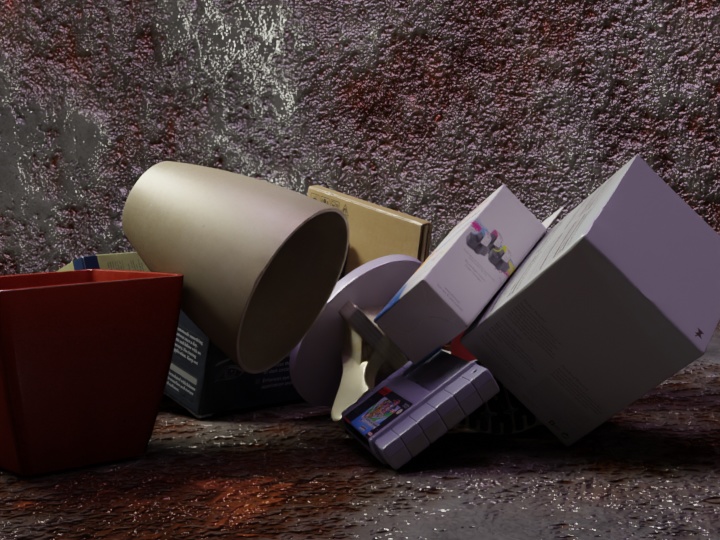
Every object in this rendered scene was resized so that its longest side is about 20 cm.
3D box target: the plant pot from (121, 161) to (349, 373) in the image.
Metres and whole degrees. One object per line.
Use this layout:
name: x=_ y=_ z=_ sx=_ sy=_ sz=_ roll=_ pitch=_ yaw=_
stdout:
plant pot: x=-0.144 y=-0.025 z=1.343 sx=0.198 sy=0.189 sz=0.187 roll=30 pitch=16 yaw=21

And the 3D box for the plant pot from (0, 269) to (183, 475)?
plant pot: x=-0.301 y=0.096 z=1.281 sx=0.198 sy=0.179 sz=0.198 roll=-6 pitch=6 yaw=-39

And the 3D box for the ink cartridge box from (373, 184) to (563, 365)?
ink cartridge box: x=0.112 y=-0.008 z=1.325 sx=0.200 sy=0.068 sz=0.115 roll=-47 pitch=3 yaw=-35

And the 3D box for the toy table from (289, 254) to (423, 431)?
toy table: x=0.021 y=0.084 z=1.422 sx=0.183 sy=0.201 sz=0.117 roll=33 pitch=4 yaw=-29

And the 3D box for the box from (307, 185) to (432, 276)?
box: x=0.000 y=0.000 z=1.560 sx=0.021 sy=0.166 sz=0.199 roll=-9 pitch=21 yaw=-43

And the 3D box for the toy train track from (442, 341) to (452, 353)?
toy train track: x=0.127 y=0.108 z=1.638 sx=0.113 sy=0.033 sz=0.199 roll=-19 pitch=-19 yaw=26

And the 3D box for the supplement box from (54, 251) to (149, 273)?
supplement box: x=-0.304 y=0.068 z=1.639 sx=0.198 sy=0.136 sz=0.199 roll=-6 pitch=-13 yaw=-45

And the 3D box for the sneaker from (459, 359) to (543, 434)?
sneaker: x=0.173 y=0.140 z=1.373 sx=0.196 sy=0.080 sz=0.090 roll=1 pitch=-16 yaw=-9

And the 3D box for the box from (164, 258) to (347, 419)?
box: x=-0.132 y=0.050 z=1.546 sx=0.195 sy=0.203 sz=0.117 roll=-4 pitch=21 yaw=-43

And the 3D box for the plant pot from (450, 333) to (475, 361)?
plant pot: x=0.194 y=0.064 z=1.525 sx=0.197 sy=0.181 sz=0.200 roll=-1 pitch=4 yaw=0

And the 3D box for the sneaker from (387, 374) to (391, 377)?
sneaker: x=0.031 y=0.132 z=1.571 sx=0.065 sy=0.080 sz=0.200 roll=11 pitch=17 yaw=-24

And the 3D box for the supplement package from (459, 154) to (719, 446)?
supplement package: x=0.230 y=0.031 z=1.238 sx=0.200 sy=0.152 sz=0.151 roll=-45 pitch=3 yaw=46

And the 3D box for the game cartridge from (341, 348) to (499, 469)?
game cartridge: x=0.051 y=0.129 z=1.270 sx=0.129 sy=0.039 sz=0.200 roll=-32 pitch=9 yaw=-9
